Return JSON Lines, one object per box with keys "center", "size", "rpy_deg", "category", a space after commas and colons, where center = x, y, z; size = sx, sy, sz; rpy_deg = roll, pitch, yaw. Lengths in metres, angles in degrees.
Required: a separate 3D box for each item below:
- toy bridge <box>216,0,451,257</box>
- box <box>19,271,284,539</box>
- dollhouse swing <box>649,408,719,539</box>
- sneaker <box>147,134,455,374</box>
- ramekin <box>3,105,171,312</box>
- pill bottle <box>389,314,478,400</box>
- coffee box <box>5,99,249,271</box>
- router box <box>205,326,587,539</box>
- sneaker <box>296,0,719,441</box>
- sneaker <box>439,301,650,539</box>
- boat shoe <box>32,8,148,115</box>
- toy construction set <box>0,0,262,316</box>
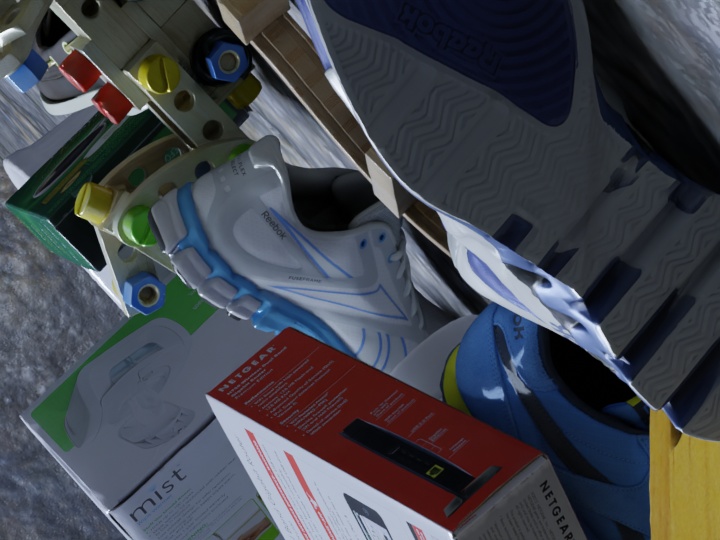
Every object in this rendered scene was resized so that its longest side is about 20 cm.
{"center": [0.019, -0.042, 1.083], "size": [0.200, 0.027, 0.067], "rpy_deg": [46, 172, 12], "category": "toy bridge"}
{"center": [-0.068, 0.081, 1.526], "size": [0.097, 0.200, 0.177], "rpy_deg": [42, 172, 33], "category": "box"}
{"center": [0.211, 0.128, 0.817], "size": [0.200, 0.175, 0.183], "rpy_deg": [-153, 59, -68], "category": "dollhouse swing"}
{"center": [0.000, 0.000, 1.232], "size": [0.200, 0.087, 0.075], "rpy_deg": [30, -152, -41], "category": "sneaker"}
{"center": [-0.127, -0.027, 1.687], "size": [0.200, 0.098, 0.201], "rpy_deg": [46, 171, 9], "category": "ramekin"}
{"center": [0.093, 0.114, 1.150], "size": [0.200, 0.112, 0.112], "rpy_deg": [45, 172, 19], "category": "pill bottle"}
{"center": [-0.133, -0.060, 1.476], "size": [0.044, 0.123, 0.200], "rpy_deg": [45, 171, -12], "category": "coffee box"}
{"center": [0.039, 0.133, 1.059], "size": [0.179, 0.049, 0.201], "rpy_deg": [25, 148, 53], "category": "router box"}
{"center": [0.044, -0.033, 0.799], "size": [0.200, 0.081, 0.115], "rpy_deg": [48, 170, -18], "category": "sneaker"}
{"center": [0.122, 0.080, 1.004], "size": [0.200, 0.066, 0.078], "rpy_deg": [39, 144, -7], "category": "sneaker"}
{"center": [-0.136, -0.123, 1.381], "size": [0.061, 0.072, 0.201], "rpy_deg": [54, 164, -17], "category": "boat shoe"}
{"center": [-0.118, -0.080, 1.237], "size": [0.092, 0.131, 0.200], "rpy_deg": [35, 170, 50], "category": "toy construction set"}
